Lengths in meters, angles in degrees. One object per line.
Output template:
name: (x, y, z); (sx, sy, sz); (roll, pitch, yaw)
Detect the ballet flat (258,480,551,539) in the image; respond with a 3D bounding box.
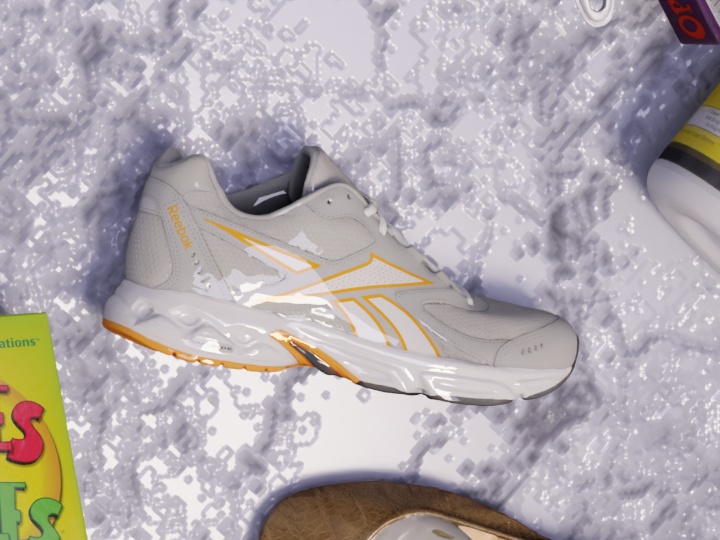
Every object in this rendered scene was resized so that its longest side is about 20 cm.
ballet flat: (0.057, 0.137, 1.230); (0.199, 0.072, 0.068); (20, 91, -18)

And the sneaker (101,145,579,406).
sneaker: (0.000, 0.000, 1.192); (0.199, 0.076, 0.093); (9, 92, -19)

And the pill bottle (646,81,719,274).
pill bottle: (0.218, -0.077, 1.221); (0.112, 0.112, 0.200); (40, 87, -18)

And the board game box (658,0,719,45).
board game box: (0.126, -0.204, 1.173); (0.120, 0.032, 0.201); (-46, 122, -25)

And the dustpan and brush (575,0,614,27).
dustpan and brush: (0.071, -0.198, 1.183); (0.139, 0.057, 0.201); (-14, 103, -14)

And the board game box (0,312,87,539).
board game box: (-0.156, 0.121, 1.124); (0.101, 0.048, 0.201); (-4, 74, -30)
